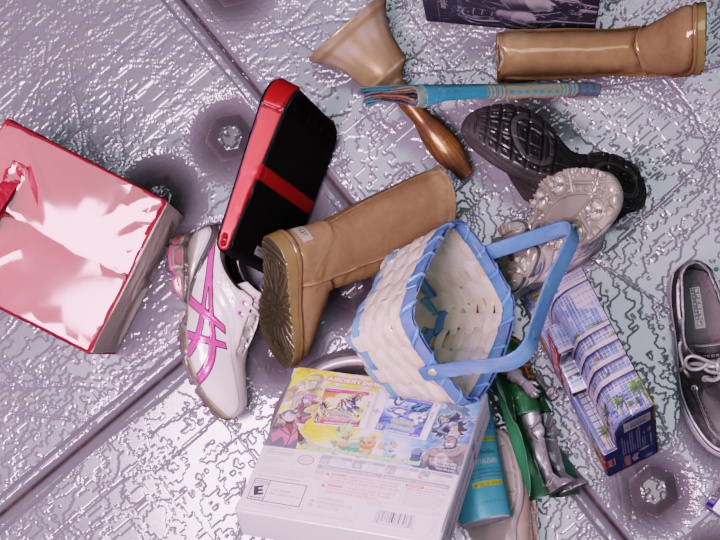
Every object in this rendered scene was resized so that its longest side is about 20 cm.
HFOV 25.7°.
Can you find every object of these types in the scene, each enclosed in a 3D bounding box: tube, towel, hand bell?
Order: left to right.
[{"bbox_3d":[0.050,-0.177,1.634,0.104,0.104,0.200,-41,93,0],"label":"hand bell"},{"bbox_3d":[0.103,0.151,1.560,0.077,0.050,0.201,-3,72,-29],"label":"tube"},{"bbox_3d":[0.116,-0.173,1.550,0.199,0.147,0.022,-4,97,-23],"label":"towel"}]

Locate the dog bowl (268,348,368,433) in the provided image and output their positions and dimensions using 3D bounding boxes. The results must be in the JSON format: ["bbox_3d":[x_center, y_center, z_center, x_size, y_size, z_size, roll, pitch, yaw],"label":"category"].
[{"bbox_3d":[0.000,0.176,1.603,0.199,0.059,0.201,-1,84,6],"label":"dog bowl"}]

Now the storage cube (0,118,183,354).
[{"bbox_3d":[-0.299,-0.029,1.591,0.179,0.200,0.172,27,86,2],"label":"storage cube"}]

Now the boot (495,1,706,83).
[{"bbox_3d":[0.236,-0.219,1.565,0.199,0.175,0.067,0,82,2],"label":"boot"}]

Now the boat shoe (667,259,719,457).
[{"bbox_3d":[0.351,0.087,1.569,0.073,0.068,0.201,-6,83,6],"label":"boat shoe"}]

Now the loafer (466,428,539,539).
[{"bbox_3d":[0.149,0.261,1.584,0.072,0.063,0.201,-11,77,37],"label":"loafer"}]

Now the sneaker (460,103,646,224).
[{"bbox_3d":[0.183,-0.093,1.577,0.199,0.091,0.076,28,54,-10],"label":"sneaker"}]

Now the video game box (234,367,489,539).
[{"bbox_3d":[0.005,0.181,1.484,0.199,0.047,0.183,7,48,18],"label":"video game box"}]

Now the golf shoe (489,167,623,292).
[{"bbox_3d":[0.209,-0.046,1.541,0.097,0.200,0.079,-7,73,-31],"label":"golf shoe"}]

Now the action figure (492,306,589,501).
[{"bbox_3d":[0.166,0.127,1.575,0.055,0.118,0.201,-29,70,21],"label":"action figure"}]

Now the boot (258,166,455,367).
[{"bbox_3d":[0.000,0.000,1.587,0.199,0.176,0.066,-22,52,-26],"label":"boot"}]

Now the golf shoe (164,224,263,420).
[{"bbox_3d":[-0.140,0.051,1.615,0.092,0.073,0.201,-14,83,21],"label":"golf shoe"}]

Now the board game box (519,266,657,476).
[{"bbox_3d":[0.218,0.081,1.543,0.061,0.200,0.201,-26,67,1],"label":"board game box"}]

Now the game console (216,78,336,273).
[{"bbox_3d":[-0.083,-0.088,1.568,0.031,0.200,0.178,21,87,16],"label":"game console"}]

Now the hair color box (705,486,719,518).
[{"bbox_3d":[0.444,0.188,1.552,0.109,0.065,0.200,37,90,8],"label":"hair color box"}]

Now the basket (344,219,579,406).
[{"bbox_3d":[0.100,0.034,1.470,0.139,0.199,0.177,50,47,-22],"label":"basket"}]

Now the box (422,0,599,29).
[{"bbox_3d":[0.153,-0.316,1.568,0.181,0.200,0.105,6,83,7],"label":"box"}]
